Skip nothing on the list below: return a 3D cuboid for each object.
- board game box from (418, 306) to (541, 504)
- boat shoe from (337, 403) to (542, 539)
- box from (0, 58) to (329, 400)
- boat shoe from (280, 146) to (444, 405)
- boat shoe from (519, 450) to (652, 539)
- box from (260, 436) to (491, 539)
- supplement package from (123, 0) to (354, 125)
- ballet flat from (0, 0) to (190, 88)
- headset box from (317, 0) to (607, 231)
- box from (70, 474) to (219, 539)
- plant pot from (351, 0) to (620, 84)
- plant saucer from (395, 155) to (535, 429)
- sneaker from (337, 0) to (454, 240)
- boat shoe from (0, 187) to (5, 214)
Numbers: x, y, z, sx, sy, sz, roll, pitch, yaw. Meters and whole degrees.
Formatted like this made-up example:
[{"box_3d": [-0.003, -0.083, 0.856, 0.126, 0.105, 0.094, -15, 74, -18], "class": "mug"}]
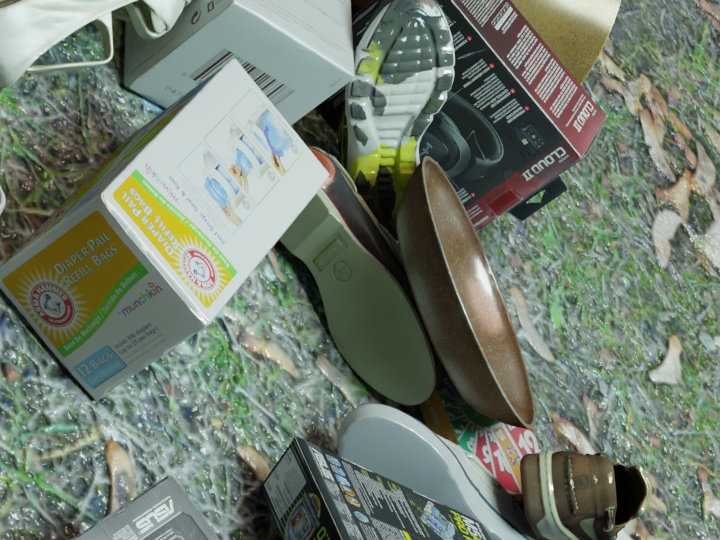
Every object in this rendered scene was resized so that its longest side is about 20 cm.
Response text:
[{"box_3d": [0.069, 0.073, 1.753, 0.095, 0.030, 0.201, 1, 59, -51], "class": "board game box"}, {"box_3d": [0.058, 0.150, 1.640, 0.200, 0.071, 0.070, 42, 23, -21], "class": "boat shoe"}, {"box_3d": [-0.121, -0.028, 1.520, 0.102, 0.112, 0.200, 50, 34, -10], "class": "box"}, {"box_3d": [0.000, 0.000, 1.692, 0.201, 0.071, 0.062, 55, 31, 7], "class": "boat shoe"}, {"box_3d": [0.166, 0.163, 1.691, 0.202, 0.074, 0.075, 30, 51, -73], "class": "boat shoe"}, {"box_3d": [0.035, 0.198, 1.493, 0.160, 0.044, 0.200, 27, 17, -29], "class": "box"}, {"box_3d": [-0.086, -0.206, 1.711, 0.117, 0.117, 0.201, 29, 43, -34], "class": "supplement package"}, {"box_3d": [-0.163, -0.171, 1.588, 0.199, 0.069, 0.070, -25, 80, -24], "class": "ballet flat"}, {"box_3d": [0.072, -0.121, 1.809, 0.200, 0.149, 0.077, 48, 35, -9], "class": "headset box"}, {"box_3d": [-0.129, 0.223, 1.317, 0.159, 0.048, 0.200, 53, 44, 4], "class": "box"}, {"box_3d": [0.078, -0.236, 1.910, 0.199, 0.186, 0.187, 20, 45, -23], "class": "plant pot"}, {"box_3d": [0.068, 0.021, 1.687, 0.200, 0.036, 0.202, -23, 90, -80], "class": "plant saucer"}, {"box_3d": [0.014, -0.119, 1.730, 0.074, 0.201, 0.085, 2, 36, -15], "class": "sneaker"}, {"box_3d": [-0.270, -0.106, 1.440, 0.201, 0.069, 0.071, 56, 35, 2], "class": "boat shoe"}]
